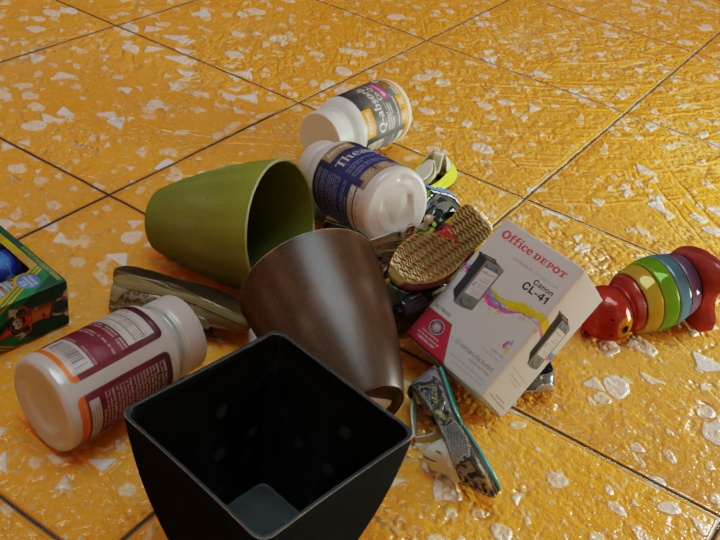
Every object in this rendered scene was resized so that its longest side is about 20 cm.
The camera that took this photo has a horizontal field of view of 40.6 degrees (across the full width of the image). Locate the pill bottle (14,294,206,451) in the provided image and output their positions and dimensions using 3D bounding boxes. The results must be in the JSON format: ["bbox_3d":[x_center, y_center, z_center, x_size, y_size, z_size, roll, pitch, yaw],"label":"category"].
[{"bbox_3d":[-0.280,0.110,1.111,0.113,0.116,0.199,30,39,29],"label":"pill bottle"}]

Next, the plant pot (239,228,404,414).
[{"bbox_3d":[-0.028,0.088,1.167,0.184,0.188,0.201,-9,52,-24],"label":"plant pot"}]

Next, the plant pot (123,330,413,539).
[{"bbox_3d":[-0.092,0.213,0.945,0.199,0.180,0.198,31,40,32],"label":"plant pot"}]

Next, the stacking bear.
[{"bbox_3d":[0.397,0.042,1.372,0.197,0.123,0.114,-16,42,-20],"label":"stacking bear"}]

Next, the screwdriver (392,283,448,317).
[{"bbox_3d":[0.100,0.029,1.271,0.029,0.028,0.199,7,15,34],"label":"screwdriver"}]

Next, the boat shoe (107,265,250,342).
[{"bbox_3d":[-0.232,0.049,1.269,0.197,0.064,0.073,18,9,9],"label":"boat shoe"}]

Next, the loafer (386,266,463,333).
[{"bbox_3d":[0.105,0.027,1.357,0.199,0.068,0.076,-24,46,-39],"label":"loafer"}]

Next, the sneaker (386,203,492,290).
[{"bbox_3d":[0.096,-0.011,1.278,0.199,0.090,0.075,-30,73,-42],"label":"sneaker"}]

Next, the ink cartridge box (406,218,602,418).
[{"bbox_3d":[0.179,0.057,1.222,0.201,0.086,0.147,-50,50,-3],"label":"ink cartridge box"}]

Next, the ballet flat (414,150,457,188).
[{"bbox_3d":[0.119,-0.163,1.638,0.066,0.068,0.200,19,35,17],"label":"ballet flat"}]

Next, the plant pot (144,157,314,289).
[{"bbox_3d":[-0.193,-0.065,1.351,0.197,0.190,0.187,6,30,25],"label":"plant pot"}]

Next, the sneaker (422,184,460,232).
[{"bbox_3d":[0.092,-0.092,1.498,0.198,0.071,0.083,7,40,-41],"label":"sneaker"}]

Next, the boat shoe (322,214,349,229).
[{"bbox_3d":[0.033,-0.034,1.437,0.198,0.065,0.071,18,-1,23],"label":"boat shoe"}]

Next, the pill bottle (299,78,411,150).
[{"bbox_3d":[-0.008,-0.257,1.703,0.116,0.118,0.199,28,39,27],"label":"pill bottle"}]

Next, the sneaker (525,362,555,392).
[{"bbox_3d":[0.203,0.083,1.290,0.077,0.078,0.201,-3,37,-20],"label":"sneaker"}]

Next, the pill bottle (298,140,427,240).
[{"bbox_3d":[-0.005,-0.119,1.374,0.110,0.113,0.199,-15,30,-31],"label":"pill bottle"}]

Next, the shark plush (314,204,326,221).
[{"bbox_3d":[-0.031,-0.077,1.517,0.199,0.091,0.084,36,59,4],"label":"shark plush"}]

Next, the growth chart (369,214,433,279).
[{"bbox_3d":[0.000,0.000,1.303,0.198,0.145,0.018,-23,63,-26],"label":"growth chart"}]

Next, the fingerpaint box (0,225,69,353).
[{"bbox_3d":[-0.494,0.022,1.228,0.199,0.074,0.166,33,41,32],"label":"fingerpaint box"}]

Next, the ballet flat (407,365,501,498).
[{"bbox_3d":[0.099,0.195,1.127,0.071,0.073,0.201,-3,36,-16],"label":"ballet flat"}]
